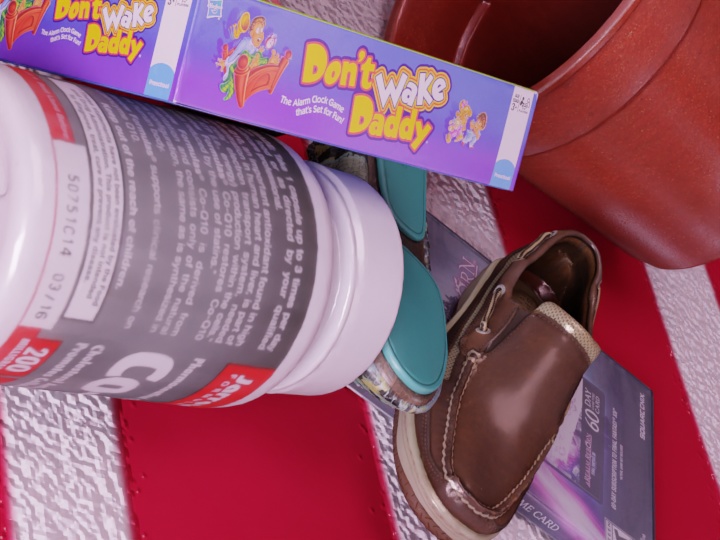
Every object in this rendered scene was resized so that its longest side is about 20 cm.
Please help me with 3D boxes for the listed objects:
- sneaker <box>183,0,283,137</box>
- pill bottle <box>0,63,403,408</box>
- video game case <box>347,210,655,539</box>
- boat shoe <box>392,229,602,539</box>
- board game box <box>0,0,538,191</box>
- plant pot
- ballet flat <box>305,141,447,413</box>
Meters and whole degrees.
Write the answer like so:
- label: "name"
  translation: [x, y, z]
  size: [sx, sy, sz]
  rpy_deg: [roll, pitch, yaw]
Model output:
- label: "sneaker"
  translation: [-0.088, -0.154, 0.901]
  size: [0.200, 0.074, 0.087]
  rpy_deg: [47, 29, -9]
- label: "pill bottle"
  translation: [-0.083, -0.007, 0.721]
  size: [0.199, 0.114, 0.114]
  rpy_deg: [11, 49, -46]
- label: "video game case"
  translation: [0.075, 0.059, 0.944]
  size: [0.200, 0.019, 0.143]
  rpy_deg: [38, 34, -21]
- label: "boat shoe"
  translation: [0.071, 0.042, 0.867]
  size: [0.075, 0.075, 0.203]
  rpy_deg: [41, 34, -15]
- label: "board game box"
  translation: [-0.041, -0.081, 0.765]
  size: [0.134, 0.045, 0.200]
  rpy_deg: [18, 5, 42]
- label: "plant pot"
  translation: [0.150, -0.113, 1.061]
  size: [0.195, 0.200, 0.201]
  rpy_deg: [38, 34, -34]
- label: "ballet flat"
  translation: [0.000, 0.000, 0.860]
  size: [0.074, 0.074, 0.200]
  rpy_deg: [34, 33, -25]
